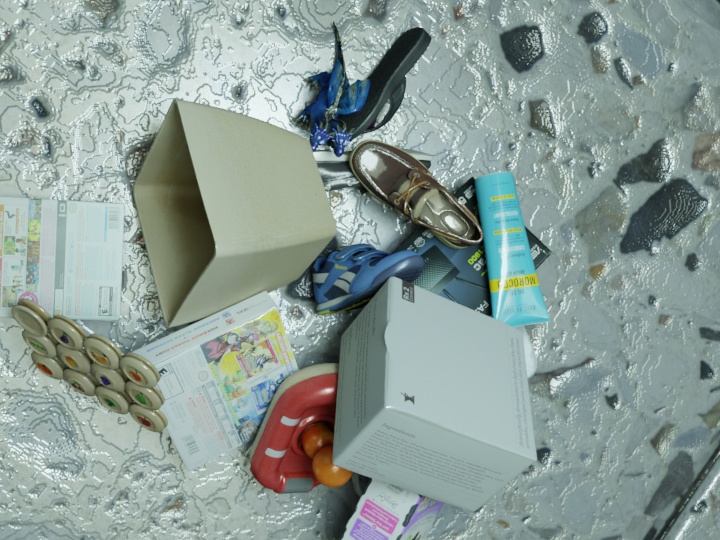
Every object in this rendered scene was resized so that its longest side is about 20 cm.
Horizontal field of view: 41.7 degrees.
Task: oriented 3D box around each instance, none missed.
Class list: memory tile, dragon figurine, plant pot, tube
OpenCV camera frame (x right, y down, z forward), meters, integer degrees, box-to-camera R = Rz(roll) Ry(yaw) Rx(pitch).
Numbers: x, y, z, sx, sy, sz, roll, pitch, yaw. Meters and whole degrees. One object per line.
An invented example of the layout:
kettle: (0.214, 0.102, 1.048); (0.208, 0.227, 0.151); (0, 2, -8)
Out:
memory tile: (-0.319, 0.115, 1.121); (0.200, 0.154, 0.017); (25, 52, 13)
dragon figurine: (-0.028, -0.229, 1.212); (0.059, 0.099, 0.201); (28, 73, -28)
plant pot: (-0.146, -0.068, 1.138); (0.177, 0.200, 0.200); (-5, 65, -32)
tube: (0.190, -0.026, 1.224); (0.077, 0.050, 0.201); (-9, 82, -6)

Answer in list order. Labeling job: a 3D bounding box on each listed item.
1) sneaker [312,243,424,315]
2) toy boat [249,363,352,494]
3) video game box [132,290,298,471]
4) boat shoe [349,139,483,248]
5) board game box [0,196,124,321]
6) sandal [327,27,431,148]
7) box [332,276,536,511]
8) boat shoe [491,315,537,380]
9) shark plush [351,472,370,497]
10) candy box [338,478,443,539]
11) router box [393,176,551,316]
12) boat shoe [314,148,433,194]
sneaker: (0.000, 0.000, 1.205); (0.074, 0.200, 0.083); (-4, 77, -40)
toy boat: (-0.050, 0.219, 1.198); (0.130, 0.131, 0.200); (6, 119, -35)
video game box: (-0.169, 0.141, 1.190); (0.182, 0.047, 0.200); (-23, 132, -11)
boat shoe: (0.075, -0.096, 1.197); (0.200, 0.072, 0.072); (39, 90, -11)
board game box: (-0.394, -0.015, 1.158); (0.199, 0.064, 0.148); (3, 93, -16)
sandal: (0.033, -0.233, 1.254); (0.048, 0.075, 0.201); (42, 83, -32)
box: (0.085, 0.146, 1.119); (0.199, 0.199, 0.131); (23, 132, -18)
boat shoe: (0.194, 0.061, 1.320); (0.068, 0.057, 0.201); (-13, 79, -3)
shark plush: (0.044, 0.211, 1.280); (0.091, 0.083, 0.200); (36, 85, -14)
candy box: (0.047, 0.319, 1.231); (0.071, 0.168, 0.200); (28, 95, 21)
router box: (0.134, -0.003, 1.272); (0.150, 0.062, 0.200); (44, 81, 8)
boat shoe: (0.000, -0.130, 1.249); (0.199, 0.074, 0.061); (-4, 102, -19)
